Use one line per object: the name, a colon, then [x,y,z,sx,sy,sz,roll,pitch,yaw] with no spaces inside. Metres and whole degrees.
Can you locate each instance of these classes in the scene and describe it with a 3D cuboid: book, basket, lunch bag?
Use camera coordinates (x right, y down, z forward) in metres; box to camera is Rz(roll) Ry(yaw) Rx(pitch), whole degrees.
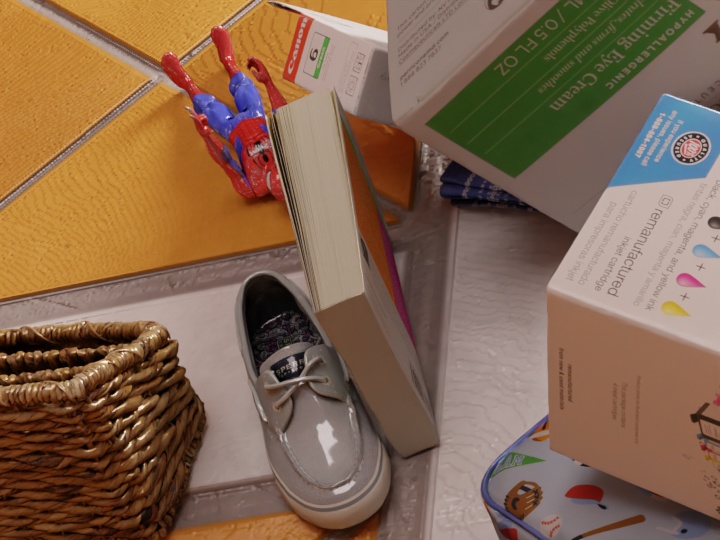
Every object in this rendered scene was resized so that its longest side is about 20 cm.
book: [0.000,0.000,1.542,0.048,0.134,0.200,-22,39,8]
basket: [-0.212,0.076,1.558,0.199,0.149,0.143,-5,44,24]
lunch bag: [0.175,0.133,1.356,0.160,0.076,0.200,-36,42,-20]

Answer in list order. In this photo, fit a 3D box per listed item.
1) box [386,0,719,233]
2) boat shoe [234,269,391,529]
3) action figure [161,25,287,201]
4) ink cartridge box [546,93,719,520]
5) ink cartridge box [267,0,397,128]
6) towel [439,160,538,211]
box: [0.138,-0.171,1.532,0.199,0.171,0.200,-42,34,33]
boat shoe: [-0.039,0.074,1.529,0.070,0.072,0.201,-25,40,0]
action figure: [-0.093,-0.122,1.753,0.065,0.099,0.200,-30,43,-4]
ink cartridge box: [0.213,0.035,1.266,0.199,0.145,0.147,21,56,20]
ink cartridge box: [0.012,-0.132,1.686,0.200,0.109,0.051,32,107,63]
towel: [0.163,-0.083,1.638,0.199,0.024,0.145,9,49,32]
